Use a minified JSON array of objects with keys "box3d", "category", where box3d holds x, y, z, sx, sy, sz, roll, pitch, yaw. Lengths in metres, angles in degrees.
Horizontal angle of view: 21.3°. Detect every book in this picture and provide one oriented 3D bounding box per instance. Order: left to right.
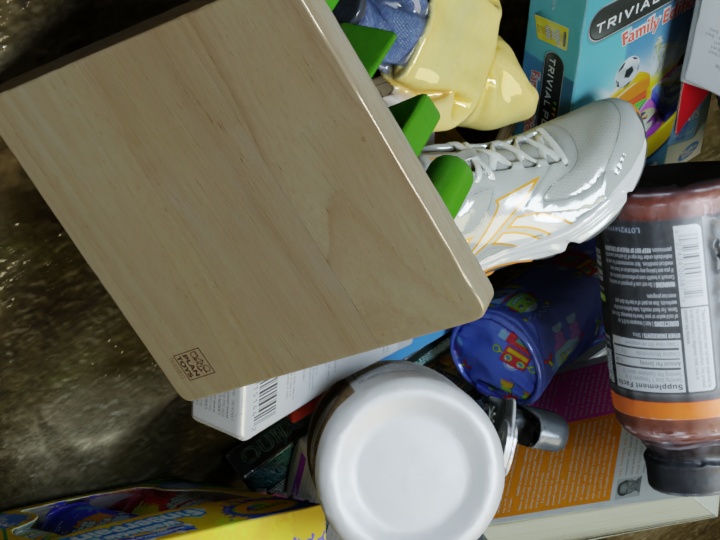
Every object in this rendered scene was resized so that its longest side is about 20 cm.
[{"box3d":[0.165,0.121,1.353,0.199,0.134,0.048,-17,137,40],"category":"book"}]

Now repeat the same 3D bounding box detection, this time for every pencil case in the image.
[{"box3d":[0.150,0.028,1.385,0.200,0.078,0.087,-32,137,-42],"category":"pencil case"}]

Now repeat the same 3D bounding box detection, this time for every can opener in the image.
[{"box3d":[0.089,0.120,1.342,0.066,0.054,0.200,10,173,-12],"category":"can opener"}]

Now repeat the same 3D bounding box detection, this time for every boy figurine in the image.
[{"box3d":[0.038,-0.136,1.079,0.200,0.064,0.125,25,74,-54],"category":"boy figurine"}]

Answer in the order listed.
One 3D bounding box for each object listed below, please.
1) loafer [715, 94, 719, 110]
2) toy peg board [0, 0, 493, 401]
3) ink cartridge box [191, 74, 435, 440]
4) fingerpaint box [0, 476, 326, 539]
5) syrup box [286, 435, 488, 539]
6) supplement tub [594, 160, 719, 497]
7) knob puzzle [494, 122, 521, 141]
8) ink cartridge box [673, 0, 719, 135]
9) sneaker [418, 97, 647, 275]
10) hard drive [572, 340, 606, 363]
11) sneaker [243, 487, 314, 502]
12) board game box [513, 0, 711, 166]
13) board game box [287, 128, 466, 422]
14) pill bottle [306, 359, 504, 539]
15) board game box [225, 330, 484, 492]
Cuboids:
[{"box3d":[0.277,-0.078,1.213,0.069,0.200,0.076,-18,114,3],"category":"loafer"},{"box3d":[-0.050,-0.058,0.988,0.198,0.201,0.098,-17,-155,32],"category":"toy peg board"},{"box3d":[-0.026,-0.022,1.137,0.176,0.045,0.201,-26,129,-50],"category":"ink cartridge box"},{"box3d":[-0.148,0.188,1.230,0.199,0.166,0.074,-7,97,-42],"category":"fingerpaint box"},{"box3d":[0.032,0.198,1.347,0.078,0.200,0.082,-21,149,-26],"category":"syrup box"},{"box3d":[0.207,0.037,1.208,0.107,0.107,0.201,-16,104,-34],"category":"supplement tub"},{"box3d":[0.155,-0.112,1.285,0.219,0.030,0.220,-33,143,-29],"category":"knob puzzle"},{"box3d":[0.283,-0.185,1.196,0.200,0.084,0.176,-46,153,-40],"category":"ink cartridge box"},{"box3d":[0.075,-0.047,1.112,0.199,0.076,0.092,-34,133,-2],"category":"sneaker"},{"box3d":[0.141,0.103,1.530,0.200,0.033,0.140,-35,164,-10],"category":"hard drive"},{"box3d":[-0.092,0.227,1.389,0.080,0.075,0.200,15,147,-11],"category":"sneaker"},{"box3d":[0.166,-0.131,1.206,0.151,0.047,0.201,-31,143,-31],"category":"board game box"},{"box3d":[0.000,0.000,1.264,0.153,0.040,0.200,-30,148,-16],"category":"board game box"},{"box3d":[0.023,0.116,1.220,0.114,0.115,0.200,-38,-176,-2],"category":"pill bottle"},{"box3d":[0.004,0.111,1.429,0.200,0.028,0.135,-36,149,-5],"category":"board game box"}]
